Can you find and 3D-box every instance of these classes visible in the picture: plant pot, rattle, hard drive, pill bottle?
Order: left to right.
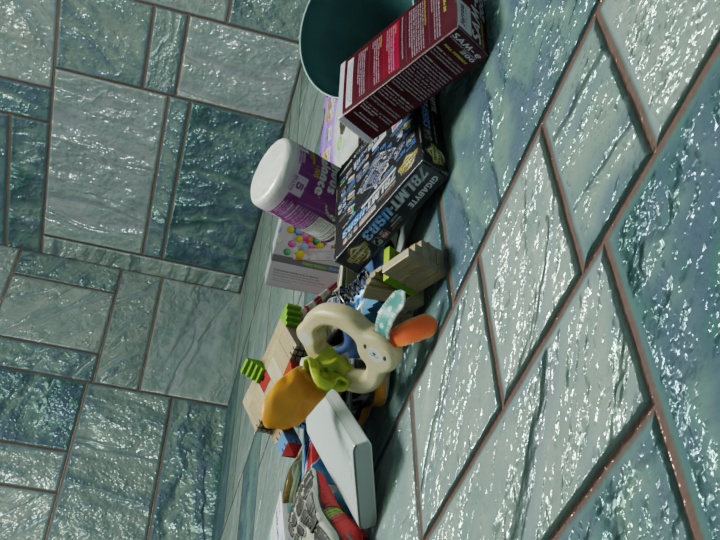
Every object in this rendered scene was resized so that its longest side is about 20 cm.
[{"bbox_3d":[-0.058,-0.107,1.398,0.112,0.198,0.113,-41,35,37],"label":"pill bottle"},{"bbox_3d":[-0.031,0.216,1.190,0.200,0.026,0.134,-130,31,-56],"label":"hard drive"},{"bbox_3d":[-0.021,0.106,1.077,0.199,0.142,0.132,-10,99,48],"label":"rattle"},{"bbox_3d":[0.031,-0.328,1.316,0.198,0.134,0.203,-5,81,37],"label":"plant pot"}]

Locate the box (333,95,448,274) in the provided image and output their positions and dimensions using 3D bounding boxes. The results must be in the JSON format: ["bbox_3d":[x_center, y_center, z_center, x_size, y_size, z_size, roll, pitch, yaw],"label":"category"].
[{"bbox_3d":[0.036,-0.129,1.240,0.200,0.049,0.200,-49,28,33],"label":"box"}]

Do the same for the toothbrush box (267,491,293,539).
[{"bbox_3d":[-0.100,0.458,1.375,0.147,0.084,0.203,-109,34,-69],"label":"toothbrush box"}]

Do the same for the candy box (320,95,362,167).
[{"bbox_3d":[-0.002,-0.235,1.523,0.200,0.071,0.170,156,121,-67],"label":"candy box"}]

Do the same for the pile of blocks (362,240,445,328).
[{"bbox_3d":[0.039,0.019,1.126,0.201,0.081,0.063,114,163,-50],"label":"pile of blocks"}]

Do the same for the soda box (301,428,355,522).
[{"bbox_3d":[-0.046,0.285,1.322,0.201,0.067,0.065,-92,17,-50],"label":"soda box"}]

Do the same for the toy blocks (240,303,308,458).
[{"bbox_3d":[-0.102,0.171,1.331,0.202,0.099,0.137,-65,33,17],"label":"toy blocks"}]

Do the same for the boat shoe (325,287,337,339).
[{"bbox_3d":[-0.047,0.110,1.432,0.072,0.064,0.202,55,-146,-48],"label":"boat shoe"}]

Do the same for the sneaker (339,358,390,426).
[{"bbox_3d":[-0.016,0.162,1.274,0.200,0.076,0.079,121,156,-63],"label":"sneaker"}]

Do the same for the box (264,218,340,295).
[{"bbox_3d":[-0.062,-0.056,1.520,0.041,0.154,0.202,-103,27,-60],"label":"box"}]

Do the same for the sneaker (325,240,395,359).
[{"bbox_3d":[0.000,0.045,1.274,0.079,0.088,0.202,-101,25,-60],"label":"sneaker"}]

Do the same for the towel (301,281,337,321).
[{"bbox_3d":[-0.077,0.103,1.480,0.200,0.022,0.146,-37,-38,-57],"label":"towel"}]

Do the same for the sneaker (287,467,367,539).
[{"bbox_3d":[-0.035,0.330,1.164,0.078,0.084,0.200,-62,27,18],"label":"sneaker"}]

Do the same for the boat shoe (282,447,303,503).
[{"bbox_3d":[-0.070,0.311,1.425,0.200,0.064,0.074,-52,-21,-73],"label":"boat shoe"}]

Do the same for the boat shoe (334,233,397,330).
[{"bbox_3d":[0.000,0.000,1.359,0.068,0.074,0.203,-118,45,-76],"label":"boat shoe"}]

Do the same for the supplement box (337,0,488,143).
[{"bbox_3d":[0.061,-0.257,1.132,0.199,0.061,0.110,-32,41,35],"label":"supplement box"}]
